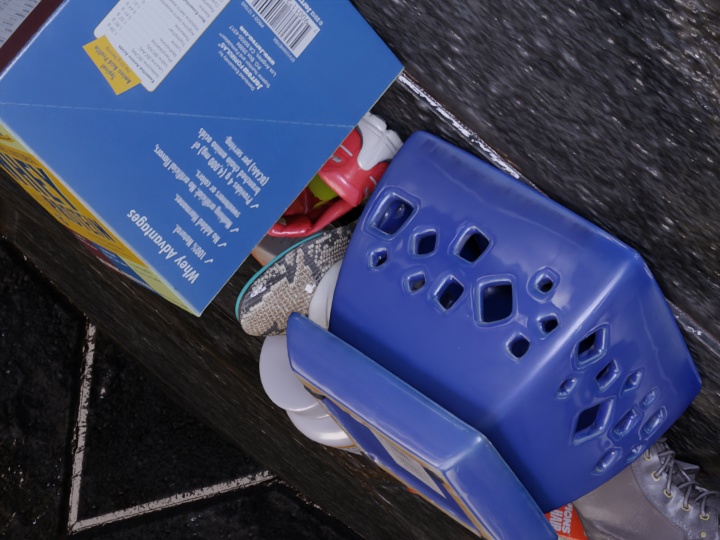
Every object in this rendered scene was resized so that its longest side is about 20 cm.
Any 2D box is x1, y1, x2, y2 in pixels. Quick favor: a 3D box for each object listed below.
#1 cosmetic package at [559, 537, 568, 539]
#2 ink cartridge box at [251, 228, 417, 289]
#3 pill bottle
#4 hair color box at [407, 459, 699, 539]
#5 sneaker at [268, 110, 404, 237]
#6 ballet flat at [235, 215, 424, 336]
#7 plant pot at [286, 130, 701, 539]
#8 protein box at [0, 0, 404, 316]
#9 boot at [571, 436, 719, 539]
[{"bbox_3d":[0.245,0.235,1.785,0.200,0.071,0.105,33,167,30],"label":"cosmetic package"},{"bbox_3d":[0.004,0.032,1.672,0.200,0.050,0.162,34,169,44],"label":"ink cartridge box"},{"bbox_3d":[0.015,0.085,1.520,0.109,0.110,0.200,31,-175,38],"label":"pill bottle"},{"bbox_3d":[0.150,0.164,1.602,0.199,0.064,0.111,11,-174,39],"label":"hair color box"},{"bbox_3d":[-0.055,-0.057,1.428,0.077,0.085,0.200,45,145,-17],"label":"sneaker"},{"bbox_3d":[0.000,0.000,1.426,0.075,0.200,0.068,25,124,27],"label":"ballet flat"},{"bbox_3d":[0.079,0.058,1.335,0.200,0.180,0.200,33,168,34],"label":"plant pot"},{"bbox_3d":[-0.123,-0.122,1.223,0.199,0.200,0.135,46,167,-33],"label":"protein box"},{"bbox_3d":[0.215,0.143,1.448,0.069,0.199,0.175,-21,-93,-65],"label":"boot"}]
